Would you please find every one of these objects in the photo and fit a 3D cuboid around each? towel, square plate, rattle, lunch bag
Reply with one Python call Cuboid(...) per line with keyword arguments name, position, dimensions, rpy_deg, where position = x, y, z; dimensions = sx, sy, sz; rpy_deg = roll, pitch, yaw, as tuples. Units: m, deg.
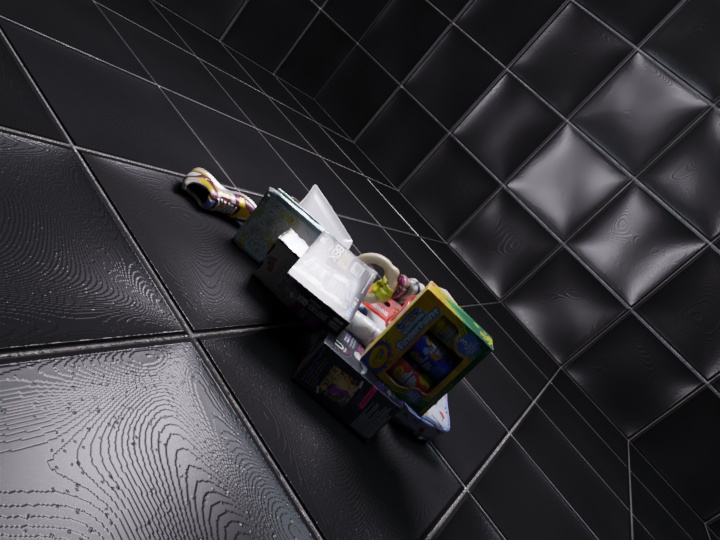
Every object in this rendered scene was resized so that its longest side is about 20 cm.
Cuboid(name="towel", position=(-0.185, -0.077, 1.224), dimensions=(0.200, 0.171, 0.048), rpy_deg=(40, 16, -8))
Cuboid(name="square plate", position=(-0.101, -0.114, 1.371), dimensions=(0.199, 0.028, 0.200), rpy_deg=(57, 25, -18))
Cuboid(name="rattle", position=(0.000, 0.000, 1.305), dimensions=(0.199, 0.131, 0.143), rpy_deg=(18, 21, 6))
Cuboid(name="lunch bag", position=(0.138, 0.292, 1.188), dimensions=(0.160, 0.075, 0.201), rpy_deg=(35, 35, -22))

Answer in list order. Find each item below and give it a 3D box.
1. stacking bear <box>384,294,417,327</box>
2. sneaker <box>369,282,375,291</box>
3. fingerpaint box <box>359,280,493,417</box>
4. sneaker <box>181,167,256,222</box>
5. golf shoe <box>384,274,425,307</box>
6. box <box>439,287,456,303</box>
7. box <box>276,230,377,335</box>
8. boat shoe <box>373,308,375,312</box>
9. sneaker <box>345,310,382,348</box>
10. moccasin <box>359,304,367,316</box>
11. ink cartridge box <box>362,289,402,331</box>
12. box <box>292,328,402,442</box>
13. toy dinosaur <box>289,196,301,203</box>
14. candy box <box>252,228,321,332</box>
Cuboid(name="stacking bear", position=(0.165, 0.182, 1.291), dimensions=(0.113, 0.121, 0.201), rpy_deg=(24, -30, 51))
Cuboid(name="sneaker", position=(-0.009, 0.063, 1.460), dimensions=(0.200, 0.077, 0.086), rpy_deg=(-139, -145, -62))
Cuboid(name="fingerpaint box", position=(0.127, 0.152, 0.986), dimensions=(0.167, 0.200, 0.073), rpy_deg=(44, 17, 2))
Cuboid(name="sneaker", position=(-0.347, -0.168, 1.256), dimensions=(0.199, 0.075, 0.090), rpy_deg=(31, 29, -16))
Cuboid(name="golf shoe", position=(0.102, 0.086, 1.446), dimensions=(0.092, 0.200, 0.073), rpy_deg=(19, 55, -24))
Cuboid(name="box", position=(0.177, 0.142, 1.458), dimensions=(0.095, 0.200, 0.078), rpy_deg=(21, 28, -49))
Cuboid(name="box", position=(-0.063, 0.020, 1.062), dimensions=(0.157, 0.050, 0.200), rpy_deg=(40, 34, -4))
Cuboid(name="boat shoe", position=(0.012, 0.128, 1.352), dimensions=(0.200, 0.070, 0.070), rpy_deg=(40, 14, -16))
Cuboid(name="sneaker", position=(0.009, 0.168, 1.131), dimensions=(0.099, 0.075, 0.200), rpy_deg=(27, -26, 16))
Cuboid(name="moccasin", position=(-0.060, 0.054, 1.231), dimensions=(0.199, 0.068, 0.081), rpy_deg=(27, -33, 26))
Cuboid(name="ink cartridge box", position=(0.039, 0.125, 1.301), dimensions=(0.160, 0.047, 0.201), rpy_deg=(38, 52, -13))
Cuboid(name="box", position=(-0.019, 0.220, 1.024), dimensions=(0.200, 0.106, 0.122), rpy_deg=(42, 16, -3))
Cuboid(name="toy dinosaur", position=(-0.201, -0.134, 1.370), dimensions=(0.086, 0.136, 0.200), rpy_deg=(42, 19, -4))
Cuboid(name="candy box", position=(-0.131, 0.024, 1.155), dimensions=(0.200, 0.136, 0.061), rpy_deg=(44, 36, -1))
